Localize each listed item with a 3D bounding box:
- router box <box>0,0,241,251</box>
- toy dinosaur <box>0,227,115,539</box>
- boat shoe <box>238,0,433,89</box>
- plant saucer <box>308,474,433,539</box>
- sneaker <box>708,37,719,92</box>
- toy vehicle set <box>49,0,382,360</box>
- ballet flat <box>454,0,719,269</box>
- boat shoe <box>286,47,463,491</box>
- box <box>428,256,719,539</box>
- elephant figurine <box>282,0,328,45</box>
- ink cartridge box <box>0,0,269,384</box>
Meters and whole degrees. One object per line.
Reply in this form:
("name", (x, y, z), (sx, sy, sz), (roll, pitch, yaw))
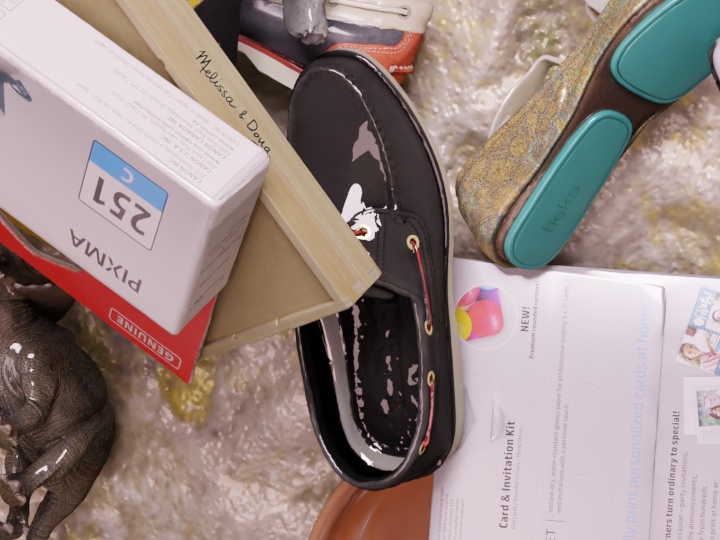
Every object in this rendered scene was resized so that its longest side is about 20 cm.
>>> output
("router box", (-0.136, -0.093, 1.158), (0.157, 0.052, 0.201), (29, 143, 18))
("toy dinosaur", (-0.159, 0.075, 1.261), (0.077, 0.102, 0.201), (2, 123, 42))
("boat shoe", (-0.063, -0.141, 1.174), (0.199, 0.071, 0.063), (28, 108, 4))
("plant saucer", (0.069, 0.167, 1.250), (0.199, 0.037, 0.202), (5, 108, 16))
("sneaker", (0.242, -0.050, 1.117), (0.200, 0.075, 0.081), (38, 104, -9))
("toy vehicle set", (-0.090, -0.056, 1.082), (0.124, 0.027, 0.201), (-18, 113, 50))
("ballet flat", (0.113, -0.091, 1.144), (0.071, 0.071, 0.200), (39, 105, 1))
("boat shoe", (0.003, 0.000, 1.133), (0.073, 0.063, 0.203), (-7, 96, 25))
("box", (0.136, 0.078, 1.168), (0.198, 0.041, 0.157), (3, 86, 11))
("elephant figurine", (-0.057, -0.224, 1.064), (0.154, 0.142, 0.200), (20, 155, 3))
("ink cartridge box", (-0.145, -0.043, 1.087), (0.199, 0.045, 0.177), (36, 142, 11))
